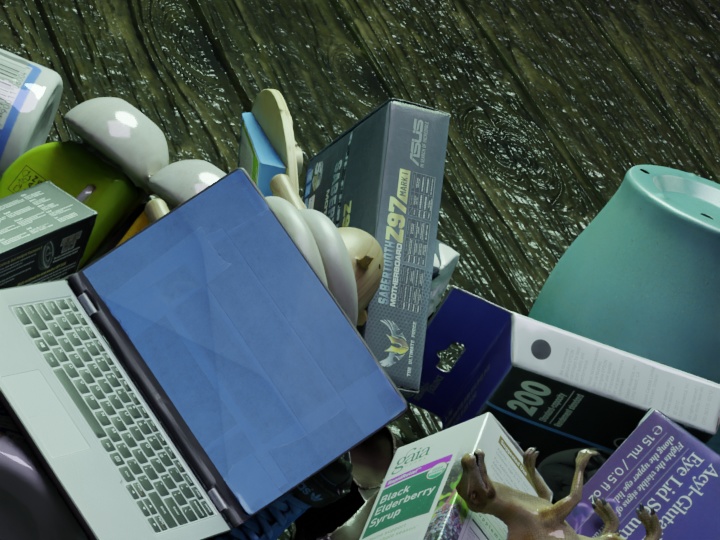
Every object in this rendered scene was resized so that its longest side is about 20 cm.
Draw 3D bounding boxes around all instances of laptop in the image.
[{"bbox_3d":[-0.107,0.052,1.514,0.188,0.116,0.200,54,26,14],"label":"laptop"}]

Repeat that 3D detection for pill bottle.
[{"bbox_3d":[-0.330,-0.129,1.905,0.199,0.114,0.114,22,27,0],"label":"pill bottle"},{"bbox_3d":[-0.195,0.114,1.561,0.119,0.120,0.200,24,27,2],"label":"pill bottle"}]

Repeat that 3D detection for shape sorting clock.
[{"bbox_3d":[-0.064,-0.027,1.829,0.039,0.201,0.200,3,31,-9],"label":"shape sorting clock"}]

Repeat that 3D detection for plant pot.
[{"bbox_3d":[0.225,0.031,1.926,0.199,0.189,0.200,18,18,-6],"label":"plant pot"}]

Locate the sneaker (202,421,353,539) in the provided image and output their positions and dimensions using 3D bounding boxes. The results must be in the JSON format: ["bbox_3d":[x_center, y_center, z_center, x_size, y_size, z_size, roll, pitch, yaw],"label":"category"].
[{"bbox_3d":[-0.066,0.141,1.580,0.077,0.111,0.200,49,37,-17],"label":"sneaker"}]

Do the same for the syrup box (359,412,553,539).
[{"bbox_3d":[0.046,0.186,1.585,0.082,0.078,0.200,52,36,-22],"label":"syrup box"}]

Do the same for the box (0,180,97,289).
[{"bbox_3d":[-0.256,0.043,1.598,0.043,0.161,0.200,32,29,18],"label":"box"}]

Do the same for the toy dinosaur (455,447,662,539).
[{"bbox_3d":[0.132,0.179,1.583,0.101,0.058,0.200,-41,94,-26],"label":"toy dinosaur"}]

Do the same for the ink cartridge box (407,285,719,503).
[{"bbox_3d":[0.124,0.098,1.771,0.199,0.198,0.044,21,63,-3],"label":"ink cartridge box"}]

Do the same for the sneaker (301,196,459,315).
[{"bbox_3d":[-0.016,-0.003,1.956,0.129,0.080,0.199,28,28,14],"label":"sneaker"}]

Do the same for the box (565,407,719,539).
[{"bbox_3d":[0.218,0.213,1.646,0.200,0.104,0.148,35,70,25],"label":"box"}]

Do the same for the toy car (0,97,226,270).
[{"bbox_3d":[-0.164,-0.005,1.792,0.200,0.175,0.150,35,-5,24],"label":"toy car"}]

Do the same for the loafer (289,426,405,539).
[{"bbox_3d":[-0.008,0.147,1.671,0.073,0.072,0.200,-20,26,14],"label":"loafer"}]

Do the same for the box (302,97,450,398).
[{"bbox_3d":[0.000,0.000,1.776,0.051,0.158,0.201,13,72,-21],"label":"box"}]

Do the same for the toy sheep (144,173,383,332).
[{"bbox_3d":[-0.076,0.013,1.645,0.199,0.138,0.138,-15,41,-19],"label":"toy sheep"}]
